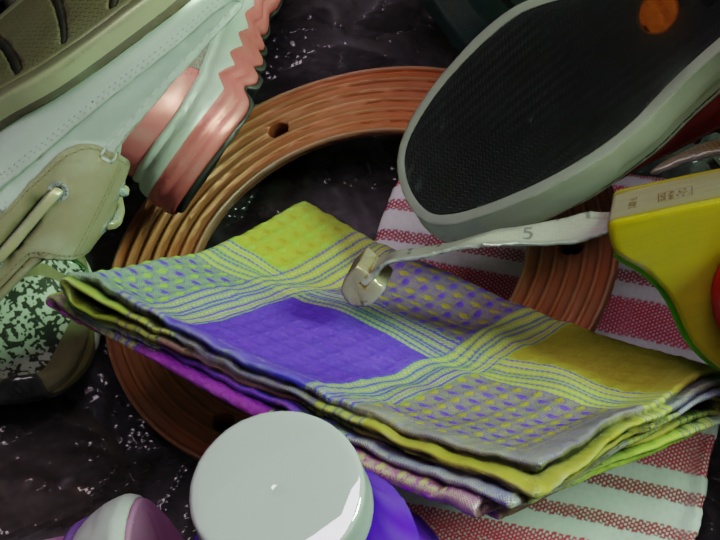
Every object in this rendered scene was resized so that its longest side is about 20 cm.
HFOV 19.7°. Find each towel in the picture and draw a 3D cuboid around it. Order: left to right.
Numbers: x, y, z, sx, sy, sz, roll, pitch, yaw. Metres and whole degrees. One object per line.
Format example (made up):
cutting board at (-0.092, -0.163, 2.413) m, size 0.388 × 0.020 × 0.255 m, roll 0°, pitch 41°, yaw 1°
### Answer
towel at (0.013, 0.024, 0.682) m, size 0.200 × 0.023 × 0.143 m, roll 23°, pitch 25°, yaw 34°
towel at (0.064, 0.039, 0.780) m, size 0.146 × 0.030 × 0.200 m, roll 12°, pitch 54°, yaw 10°

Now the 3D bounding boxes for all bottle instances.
bottle at (-0.009, 0.107, 0.618) m, size 0.083 × 0.200 × 0.065 m, roll -34°, pitch 60°, yaw -13°

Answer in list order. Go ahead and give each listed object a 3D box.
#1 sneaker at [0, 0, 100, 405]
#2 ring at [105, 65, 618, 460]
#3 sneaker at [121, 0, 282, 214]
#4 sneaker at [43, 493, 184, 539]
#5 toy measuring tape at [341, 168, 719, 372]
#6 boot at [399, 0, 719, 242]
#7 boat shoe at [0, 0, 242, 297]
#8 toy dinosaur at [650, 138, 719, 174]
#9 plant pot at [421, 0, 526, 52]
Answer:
sneaker at (-0.144, -0.041, 0.794) m, size 0.077 × 0.089 × 0.200 m, roll -9°, pitch 55°, yaw -7°
ring at (0.000, 0.000, 0.783) m, size 0.200 × 0.019 × 0.201 m, roll -9°, pitch 50°, yaw 11°
sneaker at (-0.076, -0.114, 0.826) m, size 0.087 × 0.074 × 0.200 m, roll 28°, pitch 40°, yaw -14°
sneaker at (-0.102, 0.172, 0.655) m, size 0.088 × 0.081 × 0.201 m, roll -8°, pitch 61°, yaw 15°
toy measuring tape at (0.096, 0.009, 0.665) m, size 0.199 × 0.074 × 0.074 m, roll -12°, pitch 53°, yaw 14°
boot at (0.123, -0.060, 0.741) m, size 0.200 × 0.144 × 0.073 m, roll -33°, pitch 60°, yaw 21°
boat shoe at (-0.114, -0.040, 0.713) m, size 0.200 × 0.068 × 0.075 m, roll -37°, pitch 29°, yaw 9°
toy dinosaur at (0.223, -0.036, 0.803) m, size 0.200 × 0.058 × 0.101 m, roll 26°, pitch 45°, yaw 5°
plant pot at (0.119, -0.156, 0.829) m, size 0.188 × 0.200 × 0.200 m, roll -41°, pitch 63°, yaw -9°
